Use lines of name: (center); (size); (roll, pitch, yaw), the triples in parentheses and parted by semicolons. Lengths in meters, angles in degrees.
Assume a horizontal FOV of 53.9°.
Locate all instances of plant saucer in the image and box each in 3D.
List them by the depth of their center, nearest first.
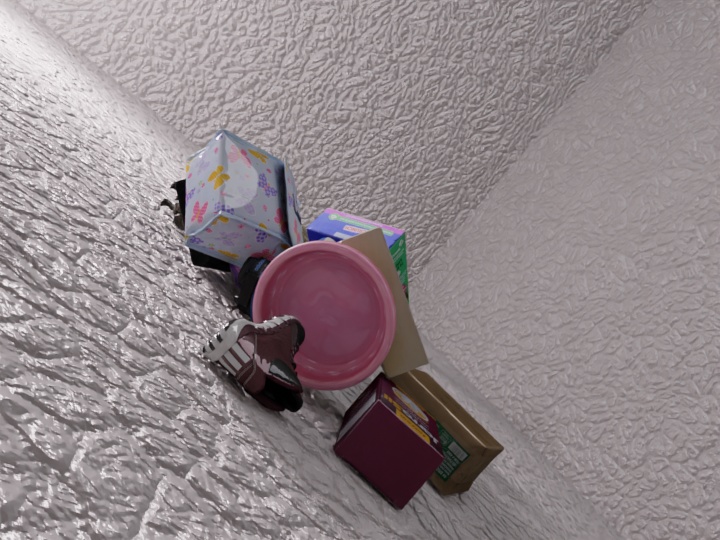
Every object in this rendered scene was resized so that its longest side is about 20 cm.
plant saucer: (-0.046, 0.058, 0.956); (0.200, 0.201, 0.051); (42, 18, 6)

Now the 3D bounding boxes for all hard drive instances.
hard drive: (-0.250, -0.071, 1.212); (0.200, 0.033, 0.141); (25, 51, -81)

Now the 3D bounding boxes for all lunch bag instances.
lunch bag: (-0.166, -0.100, 1.115); (0.199, 0.127, 0.171); (26, 46, -41)

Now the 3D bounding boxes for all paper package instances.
paper package: (0.120, 0.260, 1.169); (0.200, 0.104, 0.191); (43, 4, 24)

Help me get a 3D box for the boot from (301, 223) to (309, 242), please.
boot: (-0.196, -0.072, 1.374); (0.200, 0.156, 0.073); (41, 3, 4)

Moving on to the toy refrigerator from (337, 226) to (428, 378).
toy refrigerator: (0.027, 0.044, 1.006); (0.076, 0.069, 0.201); (-147, -142, -85)

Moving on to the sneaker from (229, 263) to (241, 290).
sneaker: (-0.182, -0.005, 1.217); (0.089, 0.080, 0.200); (47, 4, -12)

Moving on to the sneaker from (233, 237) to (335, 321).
sneaker: (-0.121, 0.007, 1.043); (0.111, 0.200, 0.077); (36, 37, 1)

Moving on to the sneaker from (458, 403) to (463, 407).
sneaker: (0.232, 0.353, 1.569); (0.083, 0.072, 0.200); (44, 4, 28)

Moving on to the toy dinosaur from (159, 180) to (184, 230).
toy dinosaur: (-0.305, -0.115, 1.324); (0.102, 0.077, 0.200); (46, 16, 11)

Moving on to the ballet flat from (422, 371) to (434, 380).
ballet flat: (0.082, 0.224, 1.377); (0.069, 0.070, 0.200); (41, -16, -3)

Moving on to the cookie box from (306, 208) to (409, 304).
cookie box: (0.000, 0.000, 1.328); (0.170, 0.075, 0.201); (19, -42, 26)

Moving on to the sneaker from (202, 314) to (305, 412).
sneaker: (-0.098, 0.118, 0.842); (0.116, 0.076, 0.200); (47, 15, 15)

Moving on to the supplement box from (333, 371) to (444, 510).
supplement box: (0.039, 0.215, 0.931); (0.110, 0.086, 0.200); (41, 3, 1)
